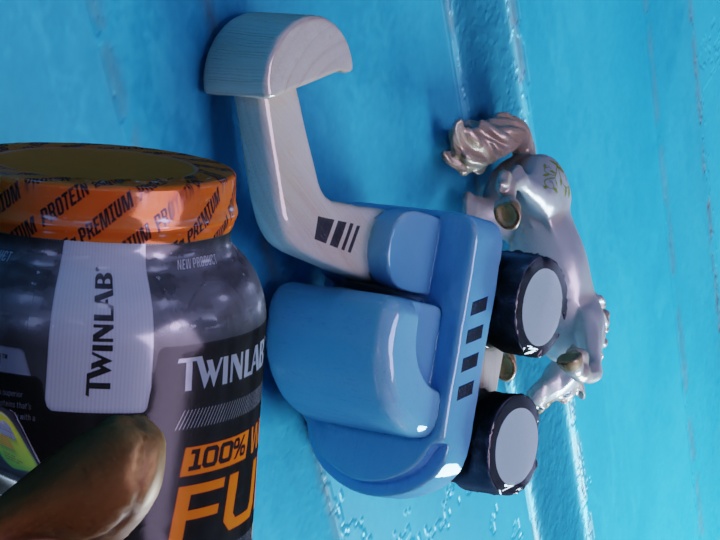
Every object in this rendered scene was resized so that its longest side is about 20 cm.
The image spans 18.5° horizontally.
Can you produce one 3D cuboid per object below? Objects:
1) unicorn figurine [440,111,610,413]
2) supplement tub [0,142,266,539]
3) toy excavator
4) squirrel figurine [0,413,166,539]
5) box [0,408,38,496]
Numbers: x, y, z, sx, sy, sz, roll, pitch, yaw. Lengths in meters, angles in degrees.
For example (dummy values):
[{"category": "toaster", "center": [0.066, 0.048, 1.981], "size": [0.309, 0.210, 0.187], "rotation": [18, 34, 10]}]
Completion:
[{"category": "unicorn figurine", "center": [0.094, 0.012, 1.149], "size": [0.137, 0.073, 0.201], "rotation": [-38, 126, -67]}, {"category": "supplement tub", "center": [-0.095, 0.062, 0.749], "size": [0.122, 0.122, 0.201], "rotation": [-17, 114, -60]}, {"category": "toy excavator", "center": [0.000, 0.000, 0.959], "size": [0.200, 0.100, 0.196], "rotation": [12, 87, -55]}, {"category": "squirrel figurine", "center": [-0.103, 0.174, 0.600], "size": [0.141, 0.187, 0.200], "rotation": [-11, 146, -31]}, {"category": "box", "center": [-0.180, 0.055, 0.593], "size": [0.110, 0.035, 0.200], "rotation": [-37, 150, 8]}]
